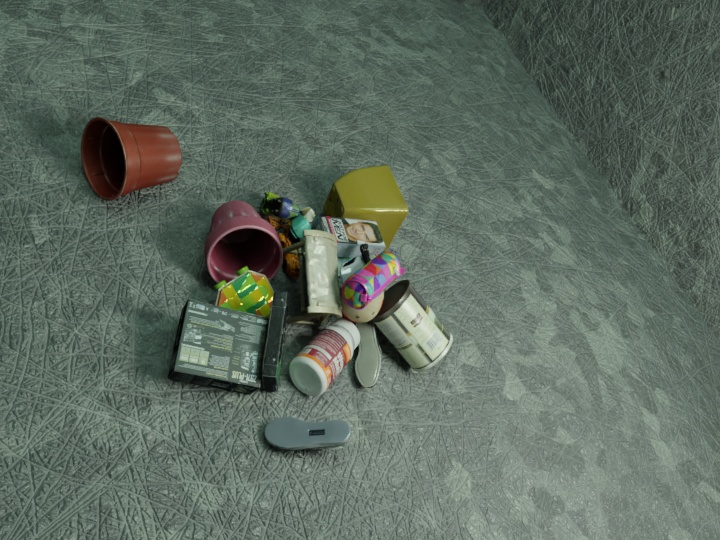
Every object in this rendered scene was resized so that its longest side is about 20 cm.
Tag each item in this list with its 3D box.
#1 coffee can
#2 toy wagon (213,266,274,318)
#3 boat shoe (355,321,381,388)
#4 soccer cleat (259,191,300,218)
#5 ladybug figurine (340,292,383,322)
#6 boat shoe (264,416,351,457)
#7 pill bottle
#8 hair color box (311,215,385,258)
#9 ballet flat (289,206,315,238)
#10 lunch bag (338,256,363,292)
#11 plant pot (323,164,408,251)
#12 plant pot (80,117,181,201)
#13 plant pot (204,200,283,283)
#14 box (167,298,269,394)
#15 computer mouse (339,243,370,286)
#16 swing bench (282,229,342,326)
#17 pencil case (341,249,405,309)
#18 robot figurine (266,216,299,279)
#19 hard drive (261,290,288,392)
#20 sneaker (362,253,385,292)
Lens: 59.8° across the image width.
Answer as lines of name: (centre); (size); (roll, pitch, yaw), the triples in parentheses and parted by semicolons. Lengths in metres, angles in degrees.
coffee can: (0.136, 0.150, 1.699); (0.201, 0.145, 0.147); (50, 39, -14)
toy wagon: (-0.298, 0.093, 1.533); (0.198, 0.039, 0.158); (-34, 99, -30)
boat shoe: (0.021, 0.224, 1.662); (0.072, 0.061, 0.204); (-17, 51, 9)
soccer cleat: (-0.233, -0.182, 1.797); (0.082, 0.066, 0.199); (15, 5, -27)
ladybug figurine: (-0.001, 0.087, 1.650); (0.132, 0.074, 0.200); (-13, 10, -3)
boat shoe: (-0.117, 0.379, 1.425); (0.196, 0.087, 0.076); (-3, 53, 1)
pill bottle: (-0.084, 0.211, 1.566); (0.109, 0.110, 0.200); (40, 42, 5)
hair color box: (-0.034, -0.093, 1.791); (0.195, 0.061, 0.101); (3, 51, -32)
ballet flat: (-0.162, -0.147, 1.810); (0.068, 0.069, 0.201); (58, 7, -19)
lunch bag: (-0.074, -0.028, 1.809); (0.158, 0.078, 0.203); (28, 42, -10)
plant pot: (-0.001, -0.189, 1.929); (0.195, 0.197, 0.198); (-4, 54, -28)
plant pot: (-0.586, -0.295, 1.632); (0.202, 0.202, 0.193); (50, 35, 16)
plant pot: (-0.313, -0.079, 1.625); (0.195, 0.203, 0.180); (7, 33, -28)
box: (-0.319, 0.176, 1.423); (0.195, 0.086, 0.168); (15, 64, -22)
computer mouse: (0.000, 0.000, 1.644); (0.200, 0.043, 0.113); (-40, 120, -65)
swing bench: (-0.120, 0.026, 1.594); (0.127, 0.199, 0.205); (4, 75, -29)
pencil case: (0.032, 0.021, 1.556); (0.088, 0.089, 0.199); (43, 39, 8)
robot figurine: (-0.224, -0.073, 1.762); (0.142, 0.058, 0.204); (9, 49, -31)
hard drive: (-0.199, 0.168, 1.466); (0.037, 0.140, 0.205); (5, 67, -3)
sneaker: (0.026, 0.054, 1.766); (0.090, 0.075, 0.206); (-9, 85, -29)
